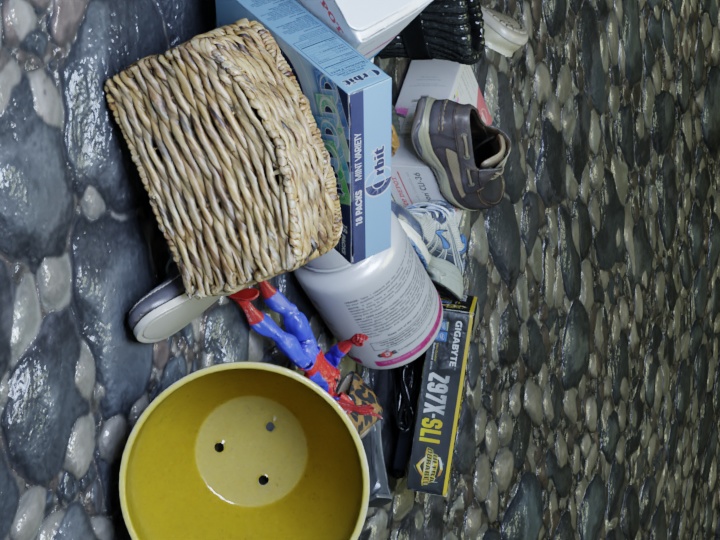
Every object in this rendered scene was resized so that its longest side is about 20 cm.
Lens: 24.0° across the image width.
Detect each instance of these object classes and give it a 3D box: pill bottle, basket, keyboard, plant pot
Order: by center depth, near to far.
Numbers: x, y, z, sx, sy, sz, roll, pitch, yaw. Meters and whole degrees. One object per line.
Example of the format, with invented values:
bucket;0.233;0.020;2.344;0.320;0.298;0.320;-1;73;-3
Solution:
basket;-0.084;-0.098;1.362;0.149;0.143;0.200;-28;97;-58
plant pot;-0.093;0.164;1.415;0.142;0.200;0.200;-97;-173;-83
pill bottle;0.000;0.000;1.647;0.200;0.113;0.114;59;41;-50
keyboard;0.049;0.125;1.878;0.104;0.040;0.200;90;9;-73

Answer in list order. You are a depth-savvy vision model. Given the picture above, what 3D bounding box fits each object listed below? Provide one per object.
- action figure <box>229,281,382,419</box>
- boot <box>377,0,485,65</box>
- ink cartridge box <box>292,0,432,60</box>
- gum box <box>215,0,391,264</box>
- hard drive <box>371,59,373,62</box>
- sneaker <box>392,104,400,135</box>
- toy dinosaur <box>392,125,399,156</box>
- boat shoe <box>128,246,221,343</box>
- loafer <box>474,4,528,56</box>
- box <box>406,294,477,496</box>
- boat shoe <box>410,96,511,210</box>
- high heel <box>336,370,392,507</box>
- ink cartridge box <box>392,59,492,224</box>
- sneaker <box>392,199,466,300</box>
action figure;-0.035;0.072;1.576;0.200;0.099;0.065;60;43;-40
boot;0.023;-0.265;1.611;0.211;0.158;0.080;42;55;-59
ink cartridge box;-0.030;-0.243;1.408;0.085;0.200;0.145;-31;91;-16
gum box;-0.047;-0.128;1.389;0.044;0.200;0.170;-23;135;-25
hard drive;-0.046;-0.246;1.526;0.027;0.132;0.200;158;-59;-70
sneaker;-0.022;-0.166;1.657;0.076;0.075;0.200;-49;149;-6
toy dinosaur;-0.012;-0.103;1.656;0.200;0.106;0.061;39;45;-53
boat shoe;-0.142;0.000;1.436;0.063;0.073;0.200;48;37;5
loafer;0.095;-0.249;1.752;0.076;0.200;0.068;15;101;-39
box;0.090;0.131;1.849;0.160;0.049;0.200;-33;132;-82
boat shoe;0.119;-0.116;1.775;0.200;0.073;0.075;40;57;-58
high heel;-0.045;0.149;1.662;0.200;0.071;0.143;25;46;-49
ink cartridge box;0.077;-0.124;1.850;0.117;0.067;0.200;60;41;-49
sneaker;0.058;-0.041;1.769;0.200;0.077;0.085;44;61;-60
